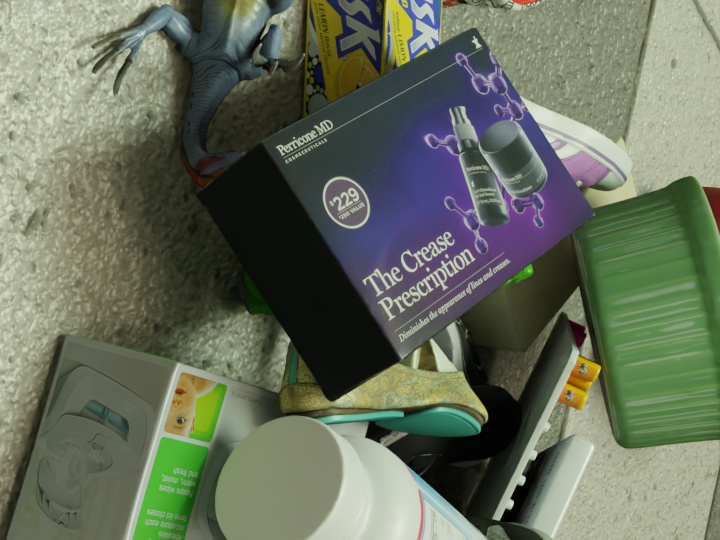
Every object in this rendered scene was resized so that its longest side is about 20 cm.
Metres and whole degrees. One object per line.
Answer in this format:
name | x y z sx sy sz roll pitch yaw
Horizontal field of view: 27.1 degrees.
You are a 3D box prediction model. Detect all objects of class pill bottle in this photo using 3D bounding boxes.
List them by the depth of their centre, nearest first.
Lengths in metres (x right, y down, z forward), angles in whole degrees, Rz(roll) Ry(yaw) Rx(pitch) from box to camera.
pill bottle | 0.001 0.164 0.876 0.200 0.109 0.109 47 63 -47

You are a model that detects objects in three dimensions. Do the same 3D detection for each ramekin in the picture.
ramekin | 0.219 0.037 1.109 0.200 0.097 0.201 -12 90 -83

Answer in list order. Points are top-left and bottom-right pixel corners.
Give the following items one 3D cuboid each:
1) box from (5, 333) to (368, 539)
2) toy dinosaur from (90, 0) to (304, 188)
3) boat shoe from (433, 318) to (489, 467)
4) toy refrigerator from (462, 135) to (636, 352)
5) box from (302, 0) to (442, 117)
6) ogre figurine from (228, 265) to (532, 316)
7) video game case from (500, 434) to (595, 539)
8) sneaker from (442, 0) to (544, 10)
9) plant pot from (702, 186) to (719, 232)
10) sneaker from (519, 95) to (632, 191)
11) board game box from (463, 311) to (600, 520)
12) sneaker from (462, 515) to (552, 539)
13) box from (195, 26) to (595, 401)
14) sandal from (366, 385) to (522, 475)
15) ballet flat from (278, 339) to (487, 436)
box | -0.106 0.149 0.902 0.200 0.097 0.177 26 77 -53
toy dinosaur | -0.062 -0.143 0.890 0.200 0.105 0.182 -42 152 -54
boat shoe | 0.059 0.062 1.121 0.200 0.070 0.066 62 33 -37
toy refrigerator | 0.143 -0.027 1.200 0.200 0.070 0.076 -46 129 -37
box | 0.009 -0.156 0.984 0.064 0.070 0.201 -14 111 -51
ogre figurine | 0.000 0.000 0.963 0.200 0.120 0.098 -16 77 -43
video game case | 0.111 0.226 1.129 0.200 0.023 0.182 -63 178 -13
sneaker | 0.119 -0.237 1.073 0.201 0.108 0.067 -37 127 -42
plant pot | 0.347 0.045 1.378 0.200 0.200 0.183 38 72 -50
sneaker | 0.111 -0.071 1.124 0.200 0.073 0.115 19 88 -29
board game box | 0.124 0.138 1.131 0.200 0.026 0.200 -50 164 -82
sneaker | 0.036 0.193 1.011 0.088 0.200 0.076 40 57 -45
box | 0.026 -0.038 0.870 0.200 0.079 0.141 -34 89 -42
sandal | 0.033 0.120 1.058 0.200 0.043 0.076 -10 125 -26
ballet flat | 0.020 0.068 0.930 0.200 0.071 0.071 13 90 -55
